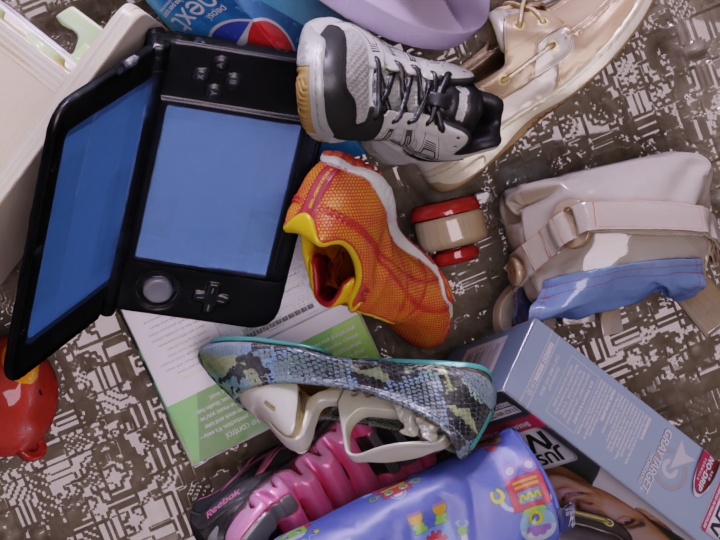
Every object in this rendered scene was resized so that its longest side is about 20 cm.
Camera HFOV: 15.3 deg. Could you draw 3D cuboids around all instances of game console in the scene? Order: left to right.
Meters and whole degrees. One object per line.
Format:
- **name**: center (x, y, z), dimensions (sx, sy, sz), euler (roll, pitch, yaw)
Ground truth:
- **game console**: center (-0.114, -0.030, 1.609), dimensions (0.174, 0.117, 0.201), euler (9, 124, -11)

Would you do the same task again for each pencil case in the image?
- **pencil case**: center (0.031, 0.172, 1.658), dimensions (0.199, 0.078, 0.087), euler (-23, 101, -13)

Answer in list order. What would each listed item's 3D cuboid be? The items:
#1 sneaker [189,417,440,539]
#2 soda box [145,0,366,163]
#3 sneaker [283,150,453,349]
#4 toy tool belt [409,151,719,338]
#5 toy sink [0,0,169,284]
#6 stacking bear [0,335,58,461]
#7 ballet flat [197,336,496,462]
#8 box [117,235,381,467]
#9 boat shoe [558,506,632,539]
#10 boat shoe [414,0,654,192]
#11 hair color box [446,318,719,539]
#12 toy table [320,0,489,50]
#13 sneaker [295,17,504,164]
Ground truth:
- **sneaker**: center (-0.031, 0.126, 1.739), dimensions (0.200, 0.095, 0.079), euler (-36, 116, -28)
- **soda box**: center (-0.063, -0.154, 1.650), dimensions (0.200, 0.064, 0.068), euler (48, 49, -35)
- **sneaker**: center (0.000, 0.000, 1.689), dimensions (0.077, 0.073, 0.200), euler (-56, 143, -14)
- **toy tool belt**: center (0.139, -0.001, 1.726), dimensions (0.198, 0.125, 0.124), euler (-12, 92, -7)
- **toy sink**: center (-0.222, -0.102, 1.633), dimensions (0.112, 0.130, 0.201), euler (37, 92, 7)
- **stacking bear**: center (-0.281, 0.057, 1.672), dimensions (0.199, 0.122, 0.114), euler (22, 130, -22)
- **ballet flat**: center (-0.015, 0.083, 1.664), dimensions (0.198, 0.074, 0.075), euler (4, 99, 21)
- **box**: center (-0.088, 0.007, 1.733), dimensions (0.143, 0.036, 0.201), euler (-25, 100, -5)
- **boat shoe**: center (0.078, 0.180, 1.746), dimensions (0.200, 0.061, 0.072), euler (9, 131, 18)
- **boat shoe**: center (0.104, -0.139, 1.723), dimensions (0.200, 0.074, 0.069), euler (-43, 108, -1)
- **hair color box**: center (0.148, 0.120, 1.739), dimensions (0.200, 0.099, 0.061), euler (37, 61, -19)
- **toy table**: center (0.033, -0.223, 1.611), dimensions (0.199, 0.185, 0.117), euler (13, 140, -45)
- **sneaker**: center (0.027, -0.108, 1.602), dimensions (0.087, 0.200, 0.076), euler (2, 87, 23)
